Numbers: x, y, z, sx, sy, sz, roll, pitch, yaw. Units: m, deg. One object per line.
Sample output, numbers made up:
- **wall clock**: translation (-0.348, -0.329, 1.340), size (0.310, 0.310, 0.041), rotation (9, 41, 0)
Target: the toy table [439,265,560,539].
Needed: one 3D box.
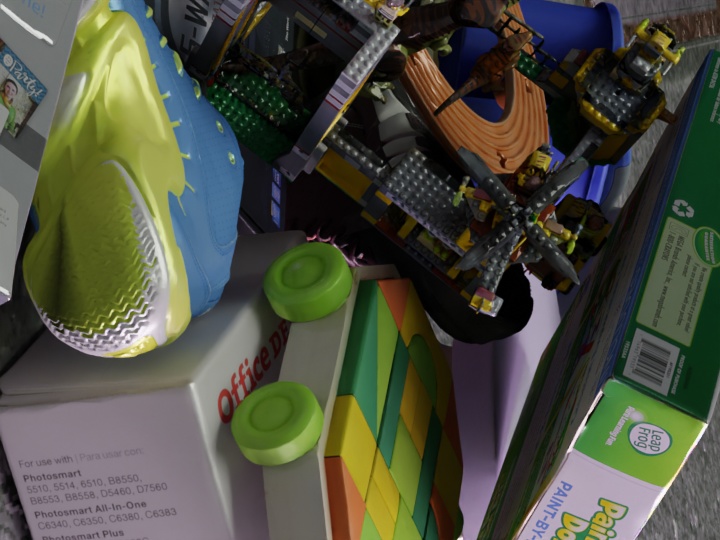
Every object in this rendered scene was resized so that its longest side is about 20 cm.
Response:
- **toy table**: translation (0.026, 0.078, 1.231), size (0.184, 0.117, 0.200), rotation (45, 42, -61)

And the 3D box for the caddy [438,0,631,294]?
- **caddy**: translation (0.081, -0.052, 1.350), size (0.200, 0.105, 0.141), rotation (113, -13, -59)

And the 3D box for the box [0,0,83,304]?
- **box**: translation (-0.154, -0.101, 0.812), size (0.156, 0.041, 0.200), rotation (37, 45, -31)

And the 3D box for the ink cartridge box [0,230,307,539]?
- **ink cartridge box**: translation (-0.055, 0.103, 1.042), size (0.146, 0.084, 0.200), rotation (-57, 137, -61)

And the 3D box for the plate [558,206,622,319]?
- **plate**: translation (0.115, 0.065, 1.338), size (0.200, 0.032, 0.200), rotation (-174, -75, -75)

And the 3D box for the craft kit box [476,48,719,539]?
- **craft kit box**: translation (0.100, 0.045, 1.068), size (0.198, 0.049, 0.200), rotation (-61, -176, 45)

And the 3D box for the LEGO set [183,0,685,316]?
- **LEGO set**: translation (0.033, -0.086, 1.019), size (0.154, 0.200, 0.116), rotation (-43, 177, -25)

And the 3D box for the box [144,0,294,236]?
- **box**: translation (-0.077, -0.122, 1.120), size (0.160, 0.044, 0.200), rotation (51, 37, -57)

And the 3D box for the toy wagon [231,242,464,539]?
- **toy wagon**: translation (-0.002, 0.093, 1.005), size (0.200, 0.040, 0.155), rotation (-79, 154, -43)

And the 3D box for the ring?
- **ring**: translation (0.030, -0.123, 1.185), size (0.200, 0.019, 0.200), rotation (49, 29, -39)

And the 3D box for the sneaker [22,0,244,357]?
- **sneaker**: translation (-0.097, -0.065, 0.974), size (0.105, 0.076, 0.200), rotation (1, 76, -67)

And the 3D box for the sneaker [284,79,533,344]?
- **sneaker**: translation (0.000, 0.000, 1.154), size (0.076, 0.116, 0.200), rotation (48, 10, -25)

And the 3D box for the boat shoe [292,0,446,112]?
- **boat shoe**: translation (0.001, -0.132, 1.300), size (0.066, 0.072, 0.201), rotation (53, 30, -42)
